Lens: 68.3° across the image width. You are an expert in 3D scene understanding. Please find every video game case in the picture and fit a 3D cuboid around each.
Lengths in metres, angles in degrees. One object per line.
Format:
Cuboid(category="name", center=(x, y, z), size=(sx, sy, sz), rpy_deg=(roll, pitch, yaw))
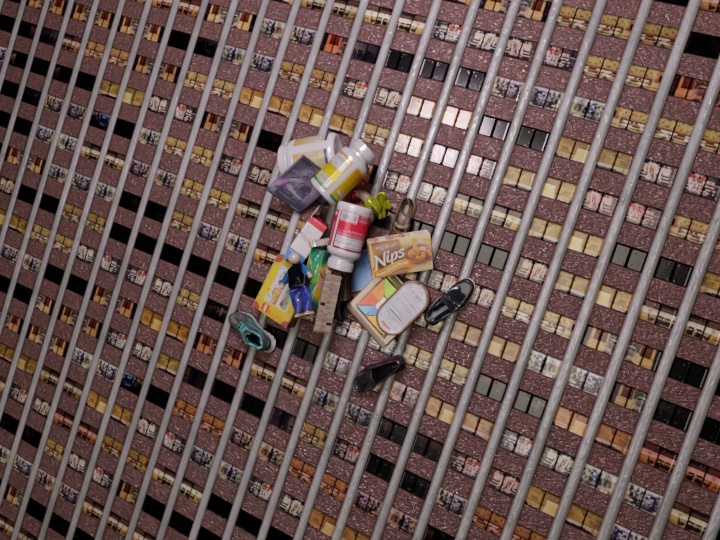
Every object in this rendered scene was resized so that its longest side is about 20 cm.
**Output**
Cuboid(category="video game case", center=(-0.195, -0.278, 1.738), size=(0.199, 0.142, 0.019), rpy_deg=(-31, 37, 38))

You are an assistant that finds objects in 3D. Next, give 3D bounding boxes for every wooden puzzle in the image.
Cuboid(category="wooden puzzle", center=(0.077, 0.119, 1.714), size=(0.200, 0.037, 0.185), rpy_deg=(-45, 81, 12))

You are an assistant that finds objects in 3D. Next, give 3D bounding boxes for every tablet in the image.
Cuboid(category="tablet", center=(0.000, 0.000, 1.761), size=(0.195, 0.014, 0.133), rpy_deg=(-7, 86, 15))

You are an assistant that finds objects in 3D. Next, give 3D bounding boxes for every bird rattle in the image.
Cuboid(category="bird rattle", center=(-0.007, -0.216, 1.729), size=(0.198, 0.112, 0.165), rpy_deg=(34, 117, 15))

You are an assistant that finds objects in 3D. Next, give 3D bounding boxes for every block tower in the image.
Cuboid(category="block tower", center=(-0.104, 0.098, 1.675), size=(0.056, 0.054, 0.205), rpy_deg=(9, 101, -9))

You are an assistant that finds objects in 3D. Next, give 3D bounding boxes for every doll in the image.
Cuboid(category="doll", center=(-0.200, 0.043, 1.674), size=(0.134, 0.048, 0.205), rpy_deg=(-14, 82, 31))

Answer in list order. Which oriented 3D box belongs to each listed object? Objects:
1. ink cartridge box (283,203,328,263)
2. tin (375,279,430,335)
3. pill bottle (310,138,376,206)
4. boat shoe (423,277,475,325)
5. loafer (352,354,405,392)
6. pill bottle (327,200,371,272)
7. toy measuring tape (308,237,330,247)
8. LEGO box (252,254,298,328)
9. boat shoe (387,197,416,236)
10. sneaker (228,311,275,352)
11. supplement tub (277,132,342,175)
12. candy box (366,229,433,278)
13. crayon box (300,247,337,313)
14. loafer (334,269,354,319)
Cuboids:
Cuboid(category="ink cartridge box", center=(-0.167, -0.117, 1.754), size=(0.067, 0.116, 0.201), rpy_deg=(35, 98, -8))
Cuboid(category="tin", center=(0.133, 0.117, 1.671), size=(0.200, 0.042, 0.112), rpy_deg=(-45, 78, 7))
Cuboid(category="pill bottle", center=(-0.049, -0.306, 1.640), size=(0.200, 0.113, 0.113), rpy_deg=(-44, 78, 4))
Cuboid(category="boat shoe", center=(0.277, 0.100, 1.653), size=(0.199, 0.062, 0.075), rpy_deg=(-40, 76, 9))
Cuboid(category="loafer", center=(0.052, 0.332, 1.706), size=(0.198, 0.063, 0.073), rpy_deg=(-31, 80, 12))
Cuboid(category="pill bottle", center=(-0.040, -0.103, 1.640), size=(0.110, 0.112, 0.204), rpy_deg=(17, 96, 16))
Cuboid(category="toy measuring tape", center=(-0.088, -0.095, 1.725), size=(0.197, 0.073, 0.075), rpy_deg=(-13, 82, -30))
Cuboid(category="LEGO box", center=(-0.252, 0.071, 1.797), size=(0.147, 0.077, 0.203), rpy_deg=(30, 96, 15))
Cuboid(category="boat shoe", center=(0.126, -0.136, 1.700), size=(0.071, 0.072, 0.204), rpy_deg=(20, 93, 16))
Cuboid(category="sneaker", center=(-0.382, 0.208, 1.821), size=(0.198, 0.091, 0.079), rpy_deg=(33, 95, 15))
Cuboid(category="supplement tub", center=(-0.161, -0.367, 1.755), size=(0.195, 0.144, 0.148), rpy_deg=(-6, 86, 15))
Cuboid(category="candy box", center=(0.123, -0.052, 1.659), size=(0.195, 0.055, 0.118), rpy_deg=(-9, 108, -2))
Cuboid(category="crayon box", center=(-0.129, 0.034, 1.730), size=(0.057, 0.118, 0.205), rpy_deg=(17, 97, 31))
Cuboid(category="loafer", center=(-0.053, 0.069, 1.729), size=(0.070, 0.073, 0.204), rpy_deg=(23, 104, 24))
